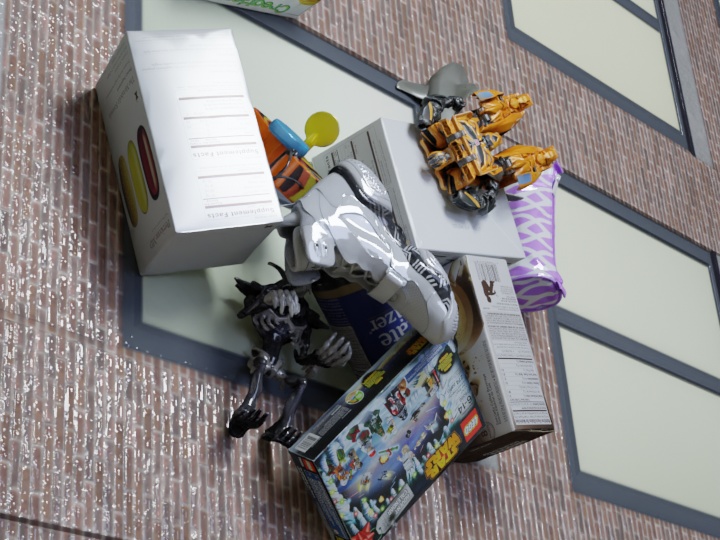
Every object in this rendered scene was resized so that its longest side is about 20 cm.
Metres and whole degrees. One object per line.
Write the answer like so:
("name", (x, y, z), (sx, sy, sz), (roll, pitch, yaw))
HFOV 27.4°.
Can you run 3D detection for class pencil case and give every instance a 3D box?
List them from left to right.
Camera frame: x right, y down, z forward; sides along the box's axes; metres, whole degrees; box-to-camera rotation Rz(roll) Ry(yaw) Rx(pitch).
("pencil case", (0.211, -0.046, 1.828), (0.084, 0.085, 0.201), (60, 28, -52))

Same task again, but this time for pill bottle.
("pill bottle", (0.033, 0.061, 1.516), (0.200, 0.112, 0.112), (62, 35, -19))

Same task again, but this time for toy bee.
("toy bee", (-0.072, -0.090, 1.483), (0.109, 0.131, 0.200), (41, 29, -25))

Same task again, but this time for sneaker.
("sneaker", (0.000, 0.000, 1.385), (0.115, 0.075, 0.200), (-29, 82, -28))

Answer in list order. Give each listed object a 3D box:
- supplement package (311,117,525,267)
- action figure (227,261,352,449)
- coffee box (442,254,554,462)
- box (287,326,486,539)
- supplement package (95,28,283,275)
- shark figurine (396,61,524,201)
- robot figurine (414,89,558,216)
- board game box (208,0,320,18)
("supplement package", (0.066, -0.069, 1.648), (0.200, 0.111, 0.156), (4, 65, -50))
("action figure", (-0.067, 0.069, 1.414), (0.119, 0.102, 0.201), (32, 49, -32))
("coffee box", (0.122, 0.098, 1.610), (0.080, 0.113, 0.201), (5, 65, -48))
("box", (0.030, 0.161, 1.421), (0.200, 0.040, 0.137), (-44, 129, -28))
("supplement package", (-0.163, -0.111, 1.379), (0.109, 0.114, 0.201), (-7, 72, -28))
("shark figurine", (0.125, -0.182, 1.813), (0.128, 0.089, 0.215), (11, 58, -45))
("robot figurine", (0.138, -0.140, 1.637), (0.200, 0.058, 0.145), (-21, 84, -54))
("board game box", (-0.099, -0.331, 1.603), (0.200, 0.126, 0.035), (1, 67, -49))
